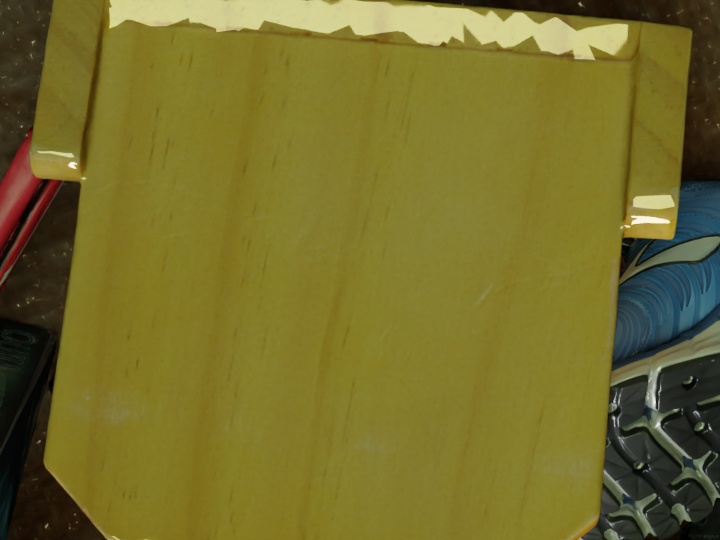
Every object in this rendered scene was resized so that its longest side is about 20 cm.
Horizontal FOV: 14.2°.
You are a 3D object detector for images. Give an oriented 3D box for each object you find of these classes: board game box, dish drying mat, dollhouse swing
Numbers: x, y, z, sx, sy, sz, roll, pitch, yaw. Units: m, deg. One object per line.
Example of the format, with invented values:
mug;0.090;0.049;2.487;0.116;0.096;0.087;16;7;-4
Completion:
board game box;-0.144;0.107;0.990;0.028;0.200;0.136;15;105;-2
dish drying mat;-0.151;0.032;1.036;0.018;0.077;0.200;29;104;-4
dollhouse swing;0.000;0.000;0.944;0.199;0.182;0.176;5;92;4

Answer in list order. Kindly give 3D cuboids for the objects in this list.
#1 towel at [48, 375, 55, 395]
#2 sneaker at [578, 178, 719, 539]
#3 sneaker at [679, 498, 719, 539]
towel;-0.026;0.110;1.023;0.049;0.148;0.200;-32;100;-23
sneaker;0.114;0.022;1.004;0.200;0.089;0.079;-32;129;-4
sneaker;0.104;0.138;1.001;0.104;0.060;0.200;-3;66;4
